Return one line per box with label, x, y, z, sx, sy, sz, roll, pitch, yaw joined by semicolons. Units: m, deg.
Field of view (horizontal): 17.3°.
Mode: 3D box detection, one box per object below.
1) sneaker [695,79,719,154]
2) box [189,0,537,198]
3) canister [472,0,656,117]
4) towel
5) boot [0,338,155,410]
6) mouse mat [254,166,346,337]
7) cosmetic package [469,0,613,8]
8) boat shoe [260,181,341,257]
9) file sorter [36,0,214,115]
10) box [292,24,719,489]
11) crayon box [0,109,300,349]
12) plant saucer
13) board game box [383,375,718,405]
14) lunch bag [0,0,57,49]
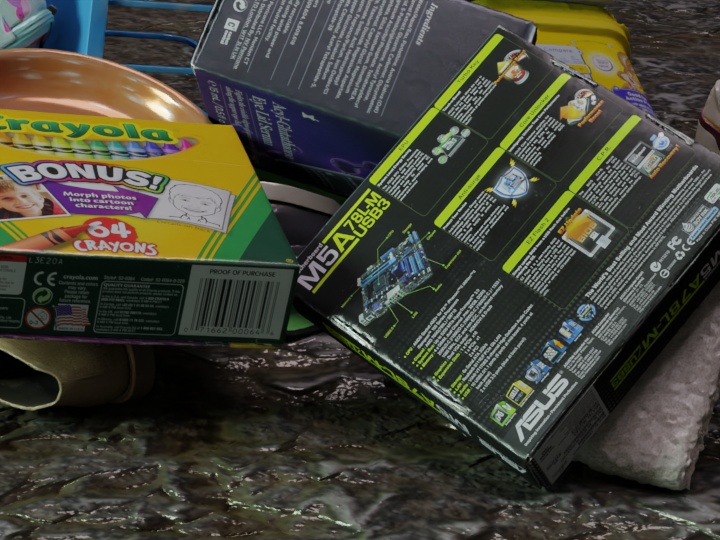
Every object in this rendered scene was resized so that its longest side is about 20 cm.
sneaker;0.335;-0.082;1.657;0.199;0.090;0.075;7;28;8
box;0.007;-0.115;1.522;0.199;0.105;0.148;19;-17;12
canister;0.143;-0.090;1.652;0.148;0.087;0.201;1;47;-23
towel;0.148;0.018;1.301;0.132;0.201;0.035;13;-24;21
boot;-0.205;0.025;1.329;0.075;0.074;0.200;-17;30;-39
mouse mat;-0.046;-0.020;1.536;0.161;0.008;0.200;39;31;24
cosmetic package;0.066;-0.202;1.727;0.199;0.052;0.151;2;-13;-25
boat shoe;0.000;0.000;1.494;0.199;0.063;0.073;17;-19;-27
file sorter;-0.166;-0.162;1.738;0.122;0.201;0.139;1;17;-24
box;0.087;-0.012;1.287;0.193;0.200;0.048;33;-12;34
crayon box;-0.151;-0.027;1.309;0.199;0.059;0.173;3;29;-19
plant saucer;-0.182;-0.070;1.475;0.199;0.038;0.201;11;35;-8
board game box;0.115;0.010;1.415;0.199;0.105;0.103;5;16;-4
lunch bag;-0.312;-0.151;1.689;0.200;0.077;0.160;-33;2;-14
